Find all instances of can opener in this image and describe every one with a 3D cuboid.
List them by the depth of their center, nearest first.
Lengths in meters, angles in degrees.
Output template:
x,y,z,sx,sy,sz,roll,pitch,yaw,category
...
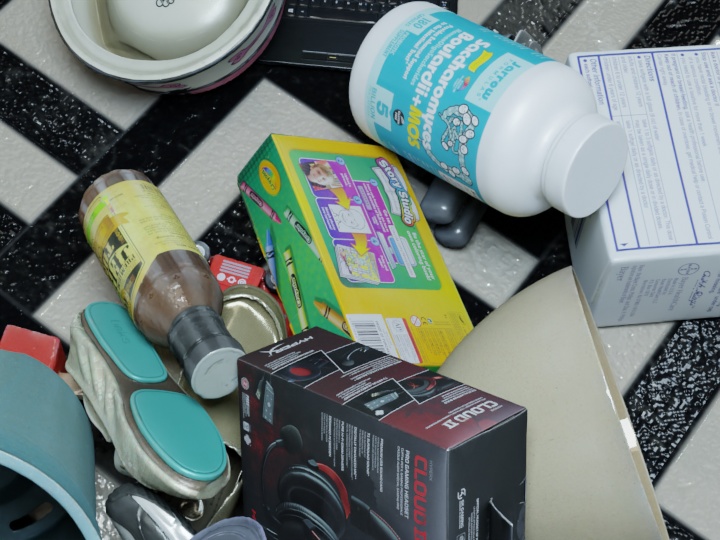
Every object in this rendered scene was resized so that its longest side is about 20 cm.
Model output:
x,y,z,sx,sy,sz,roll,pitch,yaw,category
0.092,-0.109,1.111,0.066,0.054,0.201,6,55,40,can opener

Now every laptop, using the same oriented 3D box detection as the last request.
x,y,z,sx,sy,sz,roll,pitch,yaw,category
0.000,-0.275,1.161,0.174,0.104,0.203,5,60,2,laptop

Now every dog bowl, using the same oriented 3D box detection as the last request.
x,y,z,sx,sy,sz,roll,pitch,yaw,category
-0.146,-0.232,1.122,0.197,0.074,0.203,-3,74,12,dog bowl

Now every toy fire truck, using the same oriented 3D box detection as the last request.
x,y,z,sx,sy,sz,roll,pitch,yaw,category
-0.144,0.047,1.007,0.197,0.049,0.142,17,62,7,toy fire truck

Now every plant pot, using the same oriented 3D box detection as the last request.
x,y,z,sx,sy,sz,roll,pitch,yaw,category
-0.237,0.148,0.824,0.197,0.203,0.196,-6,18,-5,plant pot
0.109,0.114,0.909,0.133,0.201,0.203,-19,61,10,plant pot

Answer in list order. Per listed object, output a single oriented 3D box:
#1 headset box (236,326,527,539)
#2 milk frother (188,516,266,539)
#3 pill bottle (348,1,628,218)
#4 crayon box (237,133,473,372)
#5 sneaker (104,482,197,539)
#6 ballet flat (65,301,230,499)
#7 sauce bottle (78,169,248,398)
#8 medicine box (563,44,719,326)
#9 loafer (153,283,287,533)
x,y,z,sx,sy,sz,roll,pitch,yaw,category
0.018,0.137,0.842,0.074,0.151,0.198,-20,28,-41,headset box
-0.050,0.277,0.746,0.180,0.188,0.200,-42,23,5,milk frother
0.092,-0.110,0.999,0.111,0.112,0.199,-41,50,-22,pill bottle
0.000,0.000,1.002,0.118,0.058,0.202,3,53,-40,crayon box
-0.103,0.223,0.858,0.080,0.074,0.201,-34,99,-10,sneaker
-0.139,0.095,0.892,0.067,0.063,0.200,9,26,-34,ballet flat
-0.131,0.007,0.933,0.064,0.065,0.200,-24,43,-15,sauce bottle
0.257,-0.066,1.052,0.197,0.103,0.185,-3,61,-4,medicine box
-0.094,0.106,0.937,0.075,0.067,0.203,14,79,-5,loafer
